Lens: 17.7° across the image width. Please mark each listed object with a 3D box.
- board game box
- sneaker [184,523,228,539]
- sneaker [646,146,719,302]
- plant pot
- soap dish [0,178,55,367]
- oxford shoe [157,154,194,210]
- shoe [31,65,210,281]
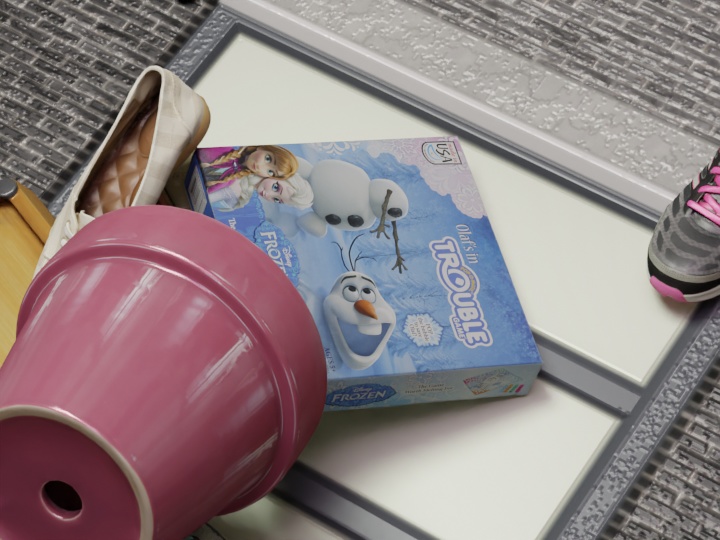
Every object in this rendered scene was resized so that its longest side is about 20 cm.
[{"bbox_3d":[0.000,0.000,1.560,0.198,0.043,0.201,-4,54,-22],"label":"board game box"},{"bbox_3d":[-0.106,0.196,1.442,0.077,0.087,0.200,-23,39,-8],"label":"sneaker"},{"bbox_3d":[0.263,-0.066,1.582,0.074,0.088,0.200,35,67,25],"label":"sneaker"},{"bbox_3d":[-0.142,0.088,1.393,0.199,0.201,0.179,15,34,16],"label":"plant pot"},{"bbox_3d":[-0.243,0.041,1.581,0.157,0.081,0.200,-34,58,-14],"label":"soap dish"},{"bbox_3d":[-0.099,-0.029,1.616,0.075,0.071,0.200,-28,58,-15],"label":"oxford shoe"},{"bbox_3d":[-0.168,-0.047,1.536,0.070,0.053,0.201,19,71,25],"label":"shoe"}]
